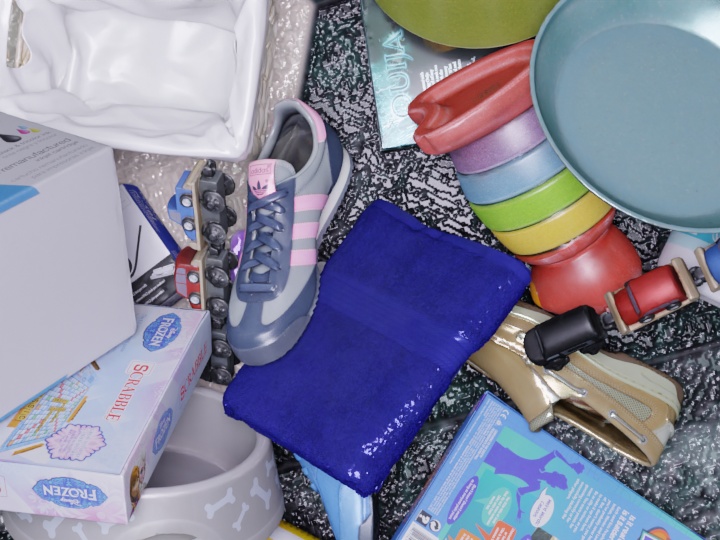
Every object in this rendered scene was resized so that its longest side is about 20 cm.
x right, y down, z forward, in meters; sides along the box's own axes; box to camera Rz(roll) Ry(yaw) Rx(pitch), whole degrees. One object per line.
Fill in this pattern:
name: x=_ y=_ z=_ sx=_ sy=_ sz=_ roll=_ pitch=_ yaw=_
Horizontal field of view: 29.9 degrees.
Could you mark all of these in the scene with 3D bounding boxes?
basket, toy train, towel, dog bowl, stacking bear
basket: x=-0.162 y=-0.154 z=0.989 sx=0.198 sy=0.123 sz=0.137 roll=7 pitch=91 yaw=5
toy train: x=-0.114 y=0.004 z=0.983 sx=0.045 sy=0.034 sz=0.201 roll=10 pitch=129 yaw=10
towel: x=0.012 y=0.053 z=0.947 sx=0.147 sy=0.050 sz=0.200 roll=26 pitch=67 yaw=35
dog bowl: x=-0.151 y=0.139 z=0.951 sx=0.198 sy=0.200 sz=0.059 roll=6 pitch=110 yaw=5
stacking bear: x=0.132 y=-0.050 z=0.960 sx=0.113 sy=0.122 sz=0.201 roll=-29 pitch=109 yaw=9
toy train: x=0.197 y=0.015 z=0.899 sx=0.199 sy=0.046 sz=0.034 roll=-28 pitch=67 yaw=21

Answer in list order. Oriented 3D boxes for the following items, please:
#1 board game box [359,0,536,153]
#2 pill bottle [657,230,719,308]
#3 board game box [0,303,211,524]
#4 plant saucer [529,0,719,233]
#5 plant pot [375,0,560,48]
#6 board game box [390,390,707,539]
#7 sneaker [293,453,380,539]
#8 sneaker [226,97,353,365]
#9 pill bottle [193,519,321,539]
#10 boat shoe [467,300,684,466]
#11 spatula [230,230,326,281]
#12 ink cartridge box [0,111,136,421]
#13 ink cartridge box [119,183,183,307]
board game box: x=0.066 y=-0.198 z=1.014 sx=0.134 sy=0.028 sz=0.202 roll=-8 pitch=91 yaw=6
pill bottle: x=0.299 y=-0.065 z=0.953 sx=0.110 sy=0.111 sz=0.201 roll=26 pitch=93 yaw=4
board game box: x=-0.222 y=0.085 z=0.916 sx=0.198 sy=0.200 sz=0.041 roll=5 pitch=120 yaw=9
plant saucer: x=0.203 y=-0.107 z=0.885 sx=0.198 sy=0.036 sz=0.202 roll=4 pitch=64 yaw=-8
plant pot: x=0.073 y=-0.277 z=0.884 sx=0.185 sy=0.200 sz=0.189 roll=-3 pitch=72 yaw=8
board game box: x=0.132 y=0.208 z=0.977 sx=0.199 sy=0.045 sz=0.153 roll=34 pitch=67 yaw=4
sneaker: x=-0.031 y=0.122 z=0.998 sx=0.078 sy=0.066 sz=0.202 roll=-10 pitch=76 yaw=0
sneaker: x=-0.064 y=-0.032 z=0.960 sx=0.070 sy=0.082 sz=0.201 roll=-4 pitch=54 yaw=25
pill bottle: x=-0.079 y=0.236 z=0.993 sx=0.199 sy=0.113 sz=0.113 roll=26 pitch=93 yaw=4
boat shoe: x=0.136 y=0.081 z=0.979 sx=0.199 sy=0.072 sz=0.077 roll=23 pitch=64 yaw=5
spatula: x=0.000 y=0.000 z=1.027 sx=0.198 sy=0.021 sz=0.057 roll=2 pitch=90 yaw=5
ink cartridge box: x=-0.277 y=-0.015 z=0.900 sx=0.199 sy=0.147 sz=0.147 roll=18 pitch=125 yaw=31
ink cartridge box: x=-0.229 y=0.030 z=1.038 sx=0.199 sy=0.044 sz=0.094 roll=-36 pitch=86 yaw=5
